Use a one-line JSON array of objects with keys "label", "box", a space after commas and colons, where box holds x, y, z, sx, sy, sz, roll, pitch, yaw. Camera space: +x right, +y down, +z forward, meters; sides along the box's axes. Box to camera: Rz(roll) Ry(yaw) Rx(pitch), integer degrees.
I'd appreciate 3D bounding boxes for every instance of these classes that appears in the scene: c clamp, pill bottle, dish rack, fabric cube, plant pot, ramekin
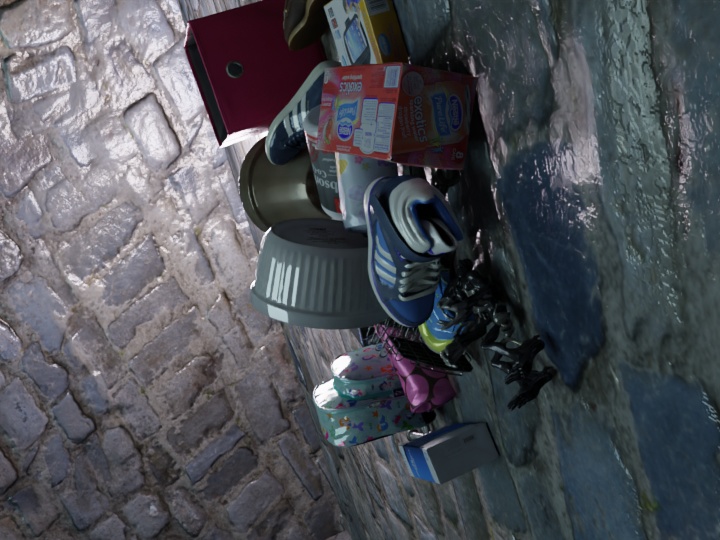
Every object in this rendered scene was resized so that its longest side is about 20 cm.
[{"label": "c clamp", "box": [0.092, -0.105, 1.040, 0.200, 0.027, 0.171, 95, 165, -61]}, {"label": "pill bottle", "box": [-0.011, -0.146, 1.253, 0.116, 0.116, 0.200, -128, 21, -53]}, {"label": "dish rack", "box": [0.071, 0.097, 1.236, 0.055, 0.153, 0.200, -64, 33, 20]}, {"label": "fabric cube", "box": [-0.176, -0.343, 1.452, 0.200, 0.199, 0.197, -171, 62, -76]}, {"label": "plant pot", "box": [-0.086, -0.149, 1.463, 0.173, 0.200, 0.200, 8, 119, 57]}, {"label": "ramekin", "box": [-0.050, -0.002, 1.158, 0.200, 0.200, 0.105, -137, 49, -63]}, {"label": "c clamp", "box": [0.110, 0.304, 1.650, 0.200, 0.027, 0.171, 167, 82, -77]}]

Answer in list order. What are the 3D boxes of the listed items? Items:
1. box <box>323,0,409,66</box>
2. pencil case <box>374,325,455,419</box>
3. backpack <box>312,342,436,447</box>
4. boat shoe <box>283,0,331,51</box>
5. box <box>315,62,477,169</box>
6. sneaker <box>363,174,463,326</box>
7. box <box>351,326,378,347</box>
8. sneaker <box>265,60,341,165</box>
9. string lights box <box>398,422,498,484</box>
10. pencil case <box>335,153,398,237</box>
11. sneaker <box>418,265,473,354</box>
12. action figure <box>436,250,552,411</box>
[{"label": "box", "box": [0.002, -0.310, 1.114, 0.200, 0.041, 0.119, -160, 51, -71]}, {"label": "pencil case", "box": [0.081, 0.138, 1.392, 0.094, 0.091, 0.200, 55, -168, -71]}, {"label": "backpack", "box": [0.015, 0.224, 1.499, 0.178, 0.200, 0.151, -128, 18, -71]}, {"label": "boat shoe", "box": [-0.078, -0.398, 1.250, 0.070, 0.070, 0.200, 62, 159, 3]}, {"label": "box", "box": [0.033, -0.173, 0.942, 0.200, 0.094, 0.103, 22, 106, 62]}, {"label": "sneaker", "box": [0.068, -0.012, 0.977, 0.146, 0.080, 0.200, 25, 131, 64]}, {"label": "box", "box": [-0.017, 0.042, 1.738, 0.160, 0.043, 0.200, -128, 22, -53]}, {"label": "sneaker", "box": [-0.077, -0.229, 1.326, 0.085, 0.075, 0.200, 53, 124, 25]}, {"label": "string lights box", "box": [0.136, 0.288, 1.341, 0.200, 0.103, 0.059, 130, 118, -76]}, {"label": "pencil case", "box": [0.012, -0.147, 1.112, 0.083, 0.090, 0.201, 150, 113, -80]}, {"label": "sneaker", "box": [0.105, 0.010, 1.151, 0.200, 0.076, 0.105, 66, 149, 17]}, {"label": "action figure", "box": [0.137, 0.065, 0.996, 0.200, 0.102, 0.119, 56, 173, 42]}]
